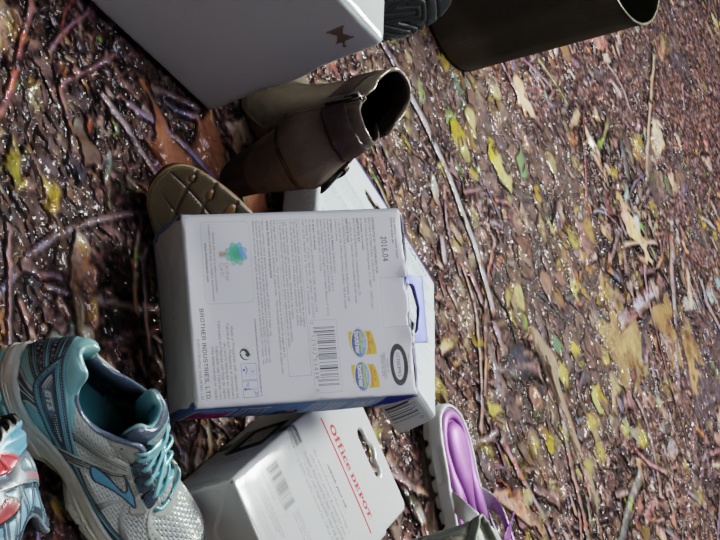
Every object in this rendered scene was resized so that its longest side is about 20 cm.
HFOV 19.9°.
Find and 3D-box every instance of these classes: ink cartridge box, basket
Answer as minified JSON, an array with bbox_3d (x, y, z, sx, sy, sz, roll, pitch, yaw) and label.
[{"bbox_3d":[-0.038,0.030,1.449,0.198,0.076,0.138,-3,83,-20],"label":"ink cartridge box"},{"bbox_3d":[0.000,0.000,1.682,0.197,0.043,0.201,57,17,-26],"label":"ink cartridge box"},{"bbox_3d":[0.174,-0.280,2.004,0.136,0.199,0.181,55,33,-29],"label":"basket"},{"bbox_3d":[-0.051,0.170,1.477,0.117,0.066,0.200,67,29,-8],"label":"ink cartridge box"}]

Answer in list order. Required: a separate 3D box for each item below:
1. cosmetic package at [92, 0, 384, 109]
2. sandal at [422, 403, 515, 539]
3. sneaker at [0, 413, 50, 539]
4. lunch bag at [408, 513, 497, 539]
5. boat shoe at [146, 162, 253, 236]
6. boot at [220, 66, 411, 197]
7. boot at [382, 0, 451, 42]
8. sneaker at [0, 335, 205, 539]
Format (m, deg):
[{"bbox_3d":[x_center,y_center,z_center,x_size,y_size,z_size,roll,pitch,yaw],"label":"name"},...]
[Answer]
[{"bbox_3d":[-0.088,-0.266,1.563,0.166,0.166,0.202,43,39,-43],"label":"cosmetic package"},{"bbox_3d":[0.104,0.210,1.748,0.082,0.049,0.204,-27,98,-62],"label":"sandal"},{"bbox_3d":[-0.230,0.157,1.154,0.096,0.079,0.200,67,29,-12],"label":"sneaker"},{"bbox_3d":[0.049,0.303,1.474,0.201,0.163,0.118,64,24,-13],"label":"lunch bag"},{"bbox_3d":[-0.091,-0.005,1.524,0.200,0.072,0.068,47,3,-27],"label":"boat shoe"},{"bbox_3d":[-0.026,-0.124,1.612,0.070,0.145,0.201,54,32,-26],"label":"boot"},{"bbox_3d":[-0.011,-0.268,1.686,0.201,0.163,0.066,-93,164,-45],"label":"boot"},{"bbox_3d":[-0.152,0.118,1.307,0.200,0.086,0.078,50,35,-34],"label":"sneaker"}]
